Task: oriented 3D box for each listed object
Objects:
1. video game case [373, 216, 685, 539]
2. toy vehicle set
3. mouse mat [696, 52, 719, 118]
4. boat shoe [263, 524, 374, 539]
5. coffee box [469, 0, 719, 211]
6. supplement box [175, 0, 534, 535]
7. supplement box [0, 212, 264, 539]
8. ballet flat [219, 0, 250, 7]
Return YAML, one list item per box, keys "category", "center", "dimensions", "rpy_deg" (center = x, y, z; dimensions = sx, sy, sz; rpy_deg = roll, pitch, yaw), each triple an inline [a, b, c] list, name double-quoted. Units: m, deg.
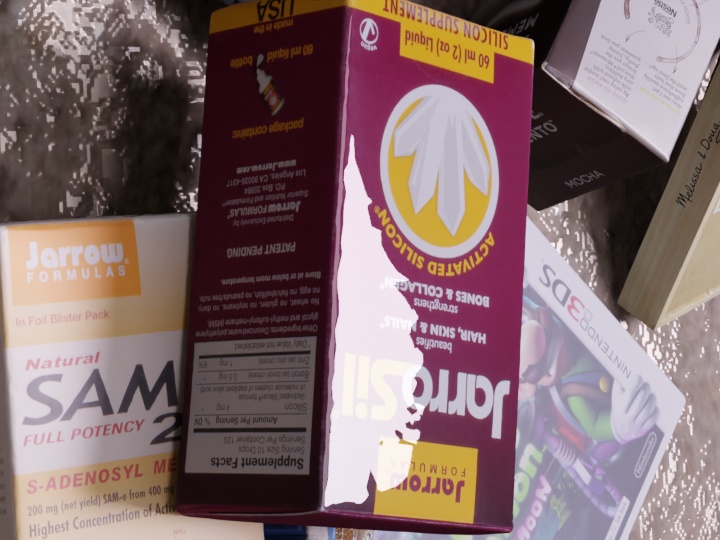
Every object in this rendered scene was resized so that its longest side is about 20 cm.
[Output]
- category: "video game case"
  center: [0.073, 0.093, 1.080]
  dimensions: [0.182, 0.023, 0.201]
  rpy_deg: [46, 59, -32]
- category: "toy vehicle set"
  center: [0.209, -0.070, 1.130]
  dimensions: [0.124, 0.026, 0.201]
  rpy_deg: [-24, 144, -43]
- category: "mouse mat"
  center: [0.206, -0.161, 1.120]
  dimensions: [0.201, 0.007, 0.161]
  rpy_deg: [105, 11, -47]
- category: "boat shoe"
  center: [-0.023, 0.067, 0.965]
  dimensions: [0.072, 0.072, 0.202]
  rpy_deg: [28, 67, -56]
- category: "coffee box"
  center: [0.121, -0.140, 1.062]
  dimensions: [0.080, 0.113, 0.201]
  rpy_deg: [34, 65, -19]
- category: "supplement box"
  center: [0.000, 0.000, 0.872]
  dimensions: [0.110, 0.085, 0.202]
  rpy_deg: [11, 79, -43]
- category: "supplement box"
  center: [-0.107, 0.080, 0.873]
  dimensions: [0.125, 0.073, 0.202]
  rpy_deg: [-6, 92, -45]
- category: "ballet flat"
  center: [-0.050, -0.125, 0.962]
  dimensions: [0.200, 0.057, 0.067]
  rpy_deg: [44, 24, -37]
